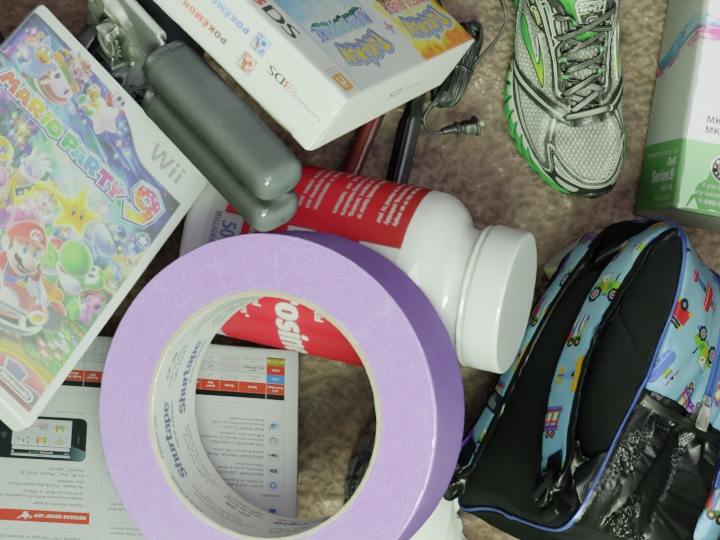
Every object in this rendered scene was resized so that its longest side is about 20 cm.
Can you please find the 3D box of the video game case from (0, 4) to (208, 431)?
[{"bbox_3d":[-0.182,-0.032,1.063,0.143,0.018,0.201,46,51,-18],"label":"video game case"}]

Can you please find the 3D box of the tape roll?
[{"bbox_3d":[-0.044,0.079,1.089,0.198,0.066,0.202,1,93,17],"label":"tape roll"}]

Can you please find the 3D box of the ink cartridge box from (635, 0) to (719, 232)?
[{"bbox_3d":[0.272,-0.124,1.260,0.144,0.087,0.202,10,86,-9],"label":"ink cartridge box"}]

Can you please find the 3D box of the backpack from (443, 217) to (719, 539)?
[{"bbox_3d":[0.160,0.076,1.160,0.134,0.182,0.201,28,79,-18],"label":"backpack"}]

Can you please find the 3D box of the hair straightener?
[{"bbox_3d":[0.045,-0.112,1.250,0.076,0.041,0.202,21,82,-9],"label":"hair straightener"}]

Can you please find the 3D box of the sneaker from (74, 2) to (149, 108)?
[{"bbox_3d":[-0.135,-0.108,1.182,0.200,0.076,0.114,-44,74,-2],"label":"sneaker"}]

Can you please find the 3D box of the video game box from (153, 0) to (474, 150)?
[{"bbox_3d":[-0.042,-0.166,1.140,0.182,0.200,0.047,46,119,5],"label":"video game box"}]

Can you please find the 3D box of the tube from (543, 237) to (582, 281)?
[{"bbox_3d":[0.188,0.071,1.266,0.058,0.052,0.201,-26,99,33],"label":"tube"}]

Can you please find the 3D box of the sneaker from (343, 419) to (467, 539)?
[{"bbox_3d":[0.034,0.176,1.233,0.086,0.074,0.202,7,95,-21],"label":"sneaker"}]

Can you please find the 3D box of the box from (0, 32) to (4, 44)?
[{"bbox_3d":[-0.275,-0.077,1.121,0.107,0.148,0.201,-32,97,-51],"label":"box"}]

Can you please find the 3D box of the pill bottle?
[{"bbox_3d":[0.000,0.000,1.164,0.198,0.112,0.113,12,87,17],"label":"pill bottle"}]

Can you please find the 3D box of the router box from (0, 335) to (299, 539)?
[{"bbox_3d":[-0.138,0.132,1.171,0.198,0.049,0.181,5,64,-10],"label":"router box"}]

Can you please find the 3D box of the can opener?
[{"bbox_3d":[-0.089,-0.108,1.093,0.067,0.054,0.200,-29,60,-27],"label":"can opener"}]

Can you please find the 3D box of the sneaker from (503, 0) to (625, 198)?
[{"bbox_3d":[0.130,-0.145,1.237,0.077,0.085,0.202,-11,92,-10],"label":"sneaker"}]
